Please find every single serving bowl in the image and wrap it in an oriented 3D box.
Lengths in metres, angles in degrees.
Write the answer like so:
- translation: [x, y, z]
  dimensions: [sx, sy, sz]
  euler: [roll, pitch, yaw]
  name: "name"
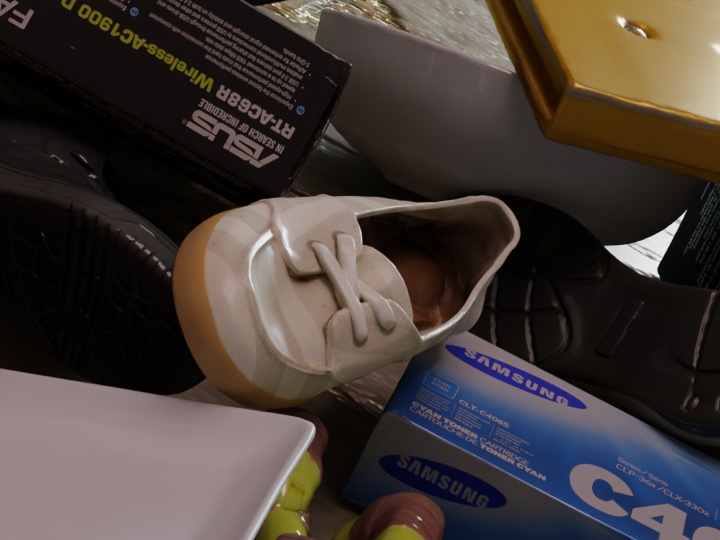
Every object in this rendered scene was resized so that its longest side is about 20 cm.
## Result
- translation: [0.063, -0.058, 0.967]
  dimensions: [0.199, 0.066, 0.200]
  euler: [23, 3, -1]
  name: "serving bowl"

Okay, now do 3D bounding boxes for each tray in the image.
- translation: [-0.121, 0.059, 0.596]
  dimensions: [0.199, 0.022, 0.107]
  euler: [9, 24, 11]
  name: "tray"

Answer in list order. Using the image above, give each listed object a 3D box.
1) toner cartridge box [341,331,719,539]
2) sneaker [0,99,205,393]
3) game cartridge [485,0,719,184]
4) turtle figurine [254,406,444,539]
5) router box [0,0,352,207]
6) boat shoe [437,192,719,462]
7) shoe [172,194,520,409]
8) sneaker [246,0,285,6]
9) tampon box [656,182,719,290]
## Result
- translation: [0.099, 0.095, 0.766]
  dimensions: [0.199, 0.043, 0.095]
  euler: [27, 23, 3]
  name: "toner cartridge box"
- translation: [-0.112, -0.022, 0.750]
  dimensions: [0.199, 0.060, 0.104]
  euler: [23, 24, 23]
  name: "sneaker"
- translation: [0.159, -0.082, 0.899]
  dimensions: [0.199, 0.033, 0.177]
  euler: [16, 27, -16]
  name: "game cartridge"
- translation: [-0.025, 0.103, 0.614]
  dimensions: [0.199, 0.065, 0.161]
  euler: [23, 26, -6]
  name: "turtle figurine"
- translation: [-0.109, -0.099, 0.815]
  dimensions: [0.199, 0.062, 0.150]
  euler: [29, -3, -7]
  name: "router box"
- translation: [0.100, 0.034, 0.862]
  dimensions: [0.200, 0.076, 0.074]
  euler: [29, -18, 37]
  name: "boat shoe"
- translation: [0.000, 0.000, 0.701]
  dimensions: [0.070, 0.053, 0.200]
  euler: [65, 25, 5]
  name: "shoe"
- translation: [-0.092, -0.164, 0.853]
  dimensions: [0.199, 0.060, 0.104]
  euler: [16, -8, -18]
  name: "sneaker"
- translation: [0.248, 0.017, 0.952]
  dimensions: [0.149, 0.127, 0.200]
  euler: [16, 27, -14]
  name: "tampon box"
